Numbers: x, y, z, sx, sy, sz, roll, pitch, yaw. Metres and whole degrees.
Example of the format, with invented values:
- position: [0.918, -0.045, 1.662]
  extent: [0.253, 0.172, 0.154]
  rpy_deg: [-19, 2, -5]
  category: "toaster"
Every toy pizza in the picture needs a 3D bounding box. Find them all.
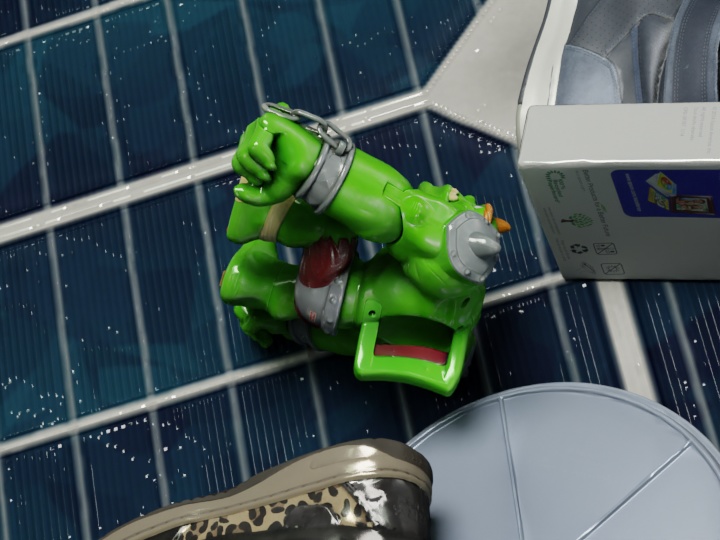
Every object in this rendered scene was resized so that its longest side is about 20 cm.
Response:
- position: [0.077, 0.142, 1.073]
  extent: [0.200, 0.032, 0.200]
  rpy_deg: [-12, 56, 18]
  category: "toy pizza"

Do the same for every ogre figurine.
- position: [0.000, 0.000, 1.110]
  extent: [0.120, 0.200, 0.098]
  rpy_deg: [21, 47, 6]
  category: "ogre figurine"

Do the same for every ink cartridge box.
- position: [0.178, -0.034, 1.113]
  extent: [0.200, 0.100, 0.039]
  rpy_deg: [2, 58, 19]
  category: "ink cartridge box"

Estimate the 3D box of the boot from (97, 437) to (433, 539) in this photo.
- position: [-0.048, 0.172, 1.056]
  extent: [0.200, 0.073, 0.151]
  rpy_deg: [-24, 52, 18]
  category: "boot"

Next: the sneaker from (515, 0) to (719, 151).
- position: [0.163, -0.138, 1.188]
  extent: [0.146, 0.077, 0.203]
  rpy_deg: [-1, 67, 31]
  category: "sneaker"
